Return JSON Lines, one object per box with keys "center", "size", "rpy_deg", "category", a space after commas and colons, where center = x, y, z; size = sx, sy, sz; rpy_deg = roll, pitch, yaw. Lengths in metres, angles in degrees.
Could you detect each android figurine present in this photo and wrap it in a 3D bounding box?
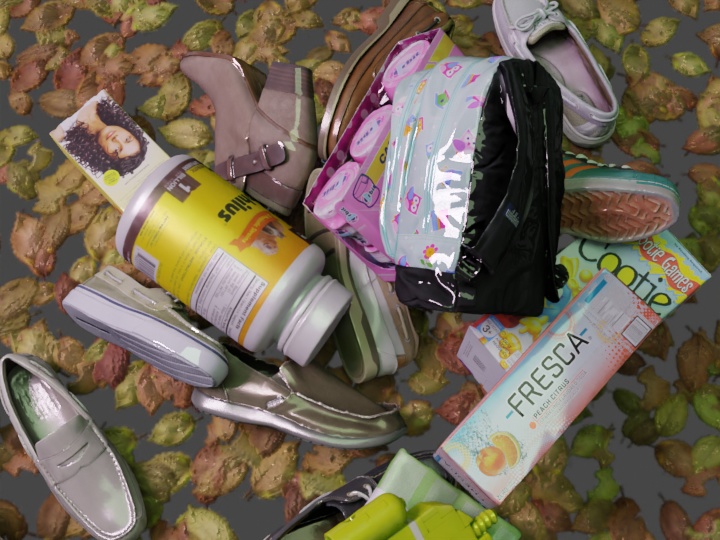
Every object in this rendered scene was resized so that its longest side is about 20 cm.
{"center": [0.043, 0.269, 0.737], "size": [0.198, 0.041, 0.184], "rpy_deg": [-27, 93, -22], "category": "android figurine"}

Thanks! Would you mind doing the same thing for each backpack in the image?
{"center": [0.090, -0.068, 0.726], "size": [0.125, 0.166, 0.203], "rpy_deg": [5, 91, 33], "category": "backpack"}

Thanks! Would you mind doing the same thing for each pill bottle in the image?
{"center": [-0.107, -0.005, 0.808], "size": [0.199, 0.109, 0.110], "rpy_deg": [35, 74, 4], "category": "pill bottle"}

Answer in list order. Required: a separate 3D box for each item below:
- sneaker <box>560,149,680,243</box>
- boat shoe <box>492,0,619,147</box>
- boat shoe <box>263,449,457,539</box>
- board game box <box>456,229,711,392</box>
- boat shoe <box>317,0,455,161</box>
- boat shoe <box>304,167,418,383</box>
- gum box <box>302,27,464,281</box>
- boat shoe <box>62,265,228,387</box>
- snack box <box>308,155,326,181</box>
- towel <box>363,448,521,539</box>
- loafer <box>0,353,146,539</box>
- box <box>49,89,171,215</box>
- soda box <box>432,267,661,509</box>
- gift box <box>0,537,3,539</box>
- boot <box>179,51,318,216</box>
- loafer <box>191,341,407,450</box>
{"center": [0.184, -0.076, 0.809], "size": [0.198, 0.072, 0.080], "rpy_deg": [3, 52, 34], "category": "sneaker"}
{"center": [0.204, -0.224, 0.955], "size": [0.074, 0.065, 0.204], "rpy_deg": [-22, 72, -8], "category": "boat shoe"}
{"center": [0.000, 0.218, 0.799], "size": [0.198, 0.068, 0.072], "rpy_deg": [-26, 70, -11], "category": "boat shoe"}
{"center": [0.199, 0.043, 0.840], "size": [0.199, 0.105, 0.103], "rpy_deg": [-38, 75, -12], "category": "board game box"}
{"center": [0.027, -0.183, 0.883], "size": [0.067, 0.072, 0.202], "rpy_deg": [23, 71, 13], "category": "boat shoe"}
{"center": [0.000, 0.000, 0.869], "size": [0.068, 0.075, 0.203], "rpy_deg": [-12, 88, -26], "category": "boat shoe"}
{"center": [0.043, -0.095, 0.814], "size": [0.113, 0.066, 0.201], "rpy_deg": [41, 66, -29], "category": "gum box"}
{"center": [-0.190, 0.043, 0.833], "size": [0.198, 0.072, 0.062], "rpy_deg": [21, 63, 31], "category": "boat shoe"}
{"center": [0.067, -0.096, 0.915], "size": [0.198, 0.053, 0.143], "rpy_deg": [28, 71, 11], "category": "snack box"}
{"center": [0.040, 0.273, 0.767], "size": [0.149, 0.031, 0.201], "rpy_deg": [37, 73, -17], "category": "towel"}
{"center": [-0.261, 0.157, 0.816], "size": [0.070, 0.070, 0.200], "rpy_deg": [-39, 75, -13], "category": "loafer"}
{"center": [-0.214, -0.084, 0.912], "size": [0.200, 0.050, 0.075], "rpy_deg": [43, 77, 13], "category": "box"}
{"center": [0.147, 0.093, 0.732], "size": [0.064, 0.068, 0.200], "rpy_deg": [43, 77, 12], "category": "soda box"}
{"center": [-0.347, 0.262, 0.696], "size": [0.200, 0.185, 0.187], "rpy_deg": [-41, 92, -1], "category": "gift box"}
{"center": [-0.123, -0.135, 0.918], "size": [0.198, 0.070, 0.148], "rpy_deg": [15, 94, 39], "category": "boot"}
{"center": [-0.053, 0.110, 0.824], "size": [0.197, 0.075, 0.071], "rpy_deg": [11, 92, 4], "category": "loafer"}
